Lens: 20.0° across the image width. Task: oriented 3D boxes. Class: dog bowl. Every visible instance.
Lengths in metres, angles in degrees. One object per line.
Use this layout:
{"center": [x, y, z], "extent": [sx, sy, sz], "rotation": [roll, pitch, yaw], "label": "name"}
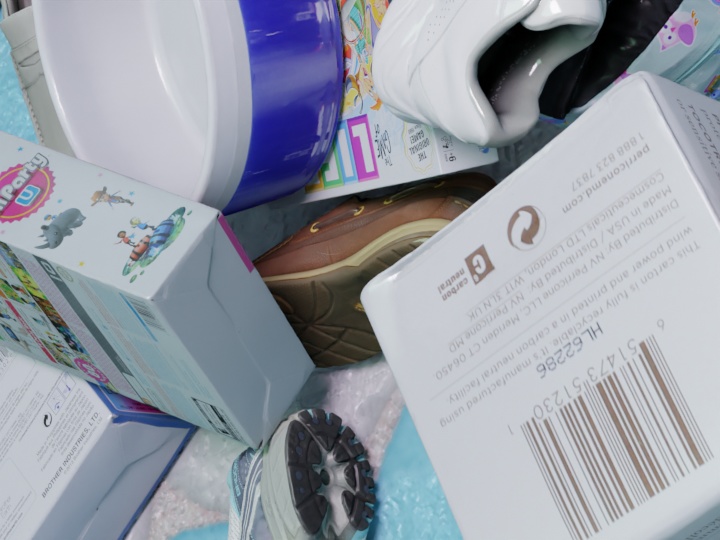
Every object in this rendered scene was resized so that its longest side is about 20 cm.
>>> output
{"center": [-0.094, -0.125, 1.064], "extent": [0.200, 0.079, 0.201], "rotation": [32, 131, 48], "label": "dog bowl"}

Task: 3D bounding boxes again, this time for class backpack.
{"center": [0.142, -0.151, 0.959], "extent": [0.200, 0.126, 0.167], "rotation": [-58, 40, 17], "label": "backpack"}

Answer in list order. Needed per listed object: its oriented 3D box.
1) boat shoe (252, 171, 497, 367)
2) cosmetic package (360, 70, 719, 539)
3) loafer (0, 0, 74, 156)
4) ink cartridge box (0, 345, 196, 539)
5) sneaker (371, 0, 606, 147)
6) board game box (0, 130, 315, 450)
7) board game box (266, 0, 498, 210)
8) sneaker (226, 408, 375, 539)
{"center": [0.000, 0.000, 1.089], "extent": [0.200, 0.072, 0.068], "rotation": [-19, 37, 43], "label": "boat shoe"}
{"center": [0.141, 0.045, 0.874], "extent": [0.167, 0.200, 0.167], "rotation": [-38, 61, 27], "label": "cosmetic package"}
{"center": [-0.191, -0.140, 1.254], "extent": [0.070, 0.070, 0.201], "rotation": [-27, 66, 32], "label": "loafer"}
{"center": [-0.206, 0.077, 1.223], "extent": [0.200, 0.076, 0.137], "rotation": [46, 109, 33], "label": "ink cartridge box"}
{"center": [0.079, -0.143, 0.881], "extent": [0.099, 0.078, 0.201], "rotation": [37, 118, 47], "label": "sneaker"}
{"center": [-0.139, 0.005, 1.073], "extent": [0.200, 0.148, 0.064], "rotation": [19, 63, 32], "label": "board game box"}
{"center": [-0.007, -0.107, 1.045], "extent": [0.200, 0.034, 0.135], "rotation": [-8, 95, 63], "label": "board game box"}
{"center": [-0.032, 0.180, 1.081], "extent": [0.086, 0.077, 0.201], "rotation": [-27, 59, 45], "label": "sneaker"}
